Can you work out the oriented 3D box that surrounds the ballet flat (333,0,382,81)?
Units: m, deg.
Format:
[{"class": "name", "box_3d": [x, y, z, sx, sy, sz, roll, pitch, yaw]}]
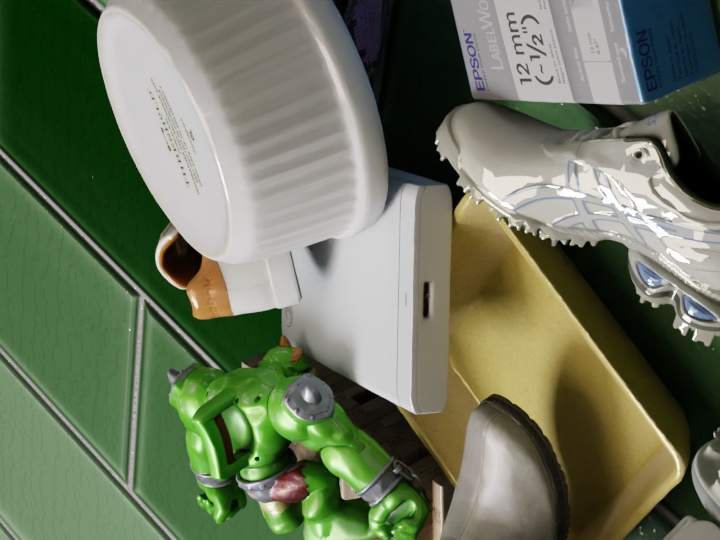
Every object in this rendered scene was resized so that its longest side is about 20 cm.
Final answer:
[{"class": "ballet flat", "box_3d": [-0.018, -0.185, 1.236, 0.069, 0.071, 0.201, 41, 140, 34]}]

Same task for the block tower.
[{"class": "block tower", "box_3d": [-0.005, 0.113, 1.430, 0.199, 0.054, 0.058, 31, 134, 41]}]

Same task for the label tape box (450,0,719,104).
[{"class": "label tape box", "box_3d": [0.085, -0.163, 1.109, 0.199, 0.066, 0.144, 6, 116, 52]}]

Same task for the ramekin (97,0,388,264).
[{"class": "ramekin", "box_3d": [-0.074, -0.096, 1.235, 0.203, 0.094, 0.203, 50, 156, 32]}]

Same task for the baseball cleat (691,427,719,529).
[{"class": "baseball cleat", "box_3d": [0.245, 0.164, 1.092, 0.200, 0.069, 0.107, 37, 144, 42]}]

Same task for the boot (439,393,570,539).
[{"class": "boot", "box_3d": [0.051, 0.179, 1.232, 0.068, 0.130, 0.201, 32, 135, 40]}]

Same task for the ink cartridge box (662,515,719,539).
[{"class": "ink cartridge box", "box_3d": [0.213, 0.243, 1.117, 0.146, 0.084, 0.201, 34, 158, 41]}]

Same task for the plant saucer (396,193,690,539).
[{"class": "plant saucer", "box_3d": [0.104, 0.071, 1.251, 0.201, 0.048, 0.200, 54, 147, 16]}]

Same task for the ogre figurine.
[{"class": "ogre figurine", "box_3d": [-0.050, 0.113, 1.352, 0.200, 0.098, 0.120, 26, 147, 59]}]

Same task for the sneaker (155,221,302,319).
[{"class": "sneaker", "box_3d": [-0.096, -0.041, 1.369, 0.200, 0.084, 0.073, -109, 4, -55]}]

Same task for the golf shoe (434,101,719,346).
[{"class": "golf shoe", "box_3d": [0.133, -0.053, 1.101, 0.199, 0.078, 0.098, 30, 128, 19]}]

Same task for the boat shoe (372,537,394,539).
[{"class": "boat shoe", "box_3d": [0.006, 0.240, 1.463, 0.201, 0.064, 0.073, 109, 157, -46]}]

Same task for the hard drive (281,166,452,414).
[{"class": "hard drive", "box_3d": [0.000, 0.000, 1.305, 0.200, 0.026, 0.133, -157, 66, -64]}]
